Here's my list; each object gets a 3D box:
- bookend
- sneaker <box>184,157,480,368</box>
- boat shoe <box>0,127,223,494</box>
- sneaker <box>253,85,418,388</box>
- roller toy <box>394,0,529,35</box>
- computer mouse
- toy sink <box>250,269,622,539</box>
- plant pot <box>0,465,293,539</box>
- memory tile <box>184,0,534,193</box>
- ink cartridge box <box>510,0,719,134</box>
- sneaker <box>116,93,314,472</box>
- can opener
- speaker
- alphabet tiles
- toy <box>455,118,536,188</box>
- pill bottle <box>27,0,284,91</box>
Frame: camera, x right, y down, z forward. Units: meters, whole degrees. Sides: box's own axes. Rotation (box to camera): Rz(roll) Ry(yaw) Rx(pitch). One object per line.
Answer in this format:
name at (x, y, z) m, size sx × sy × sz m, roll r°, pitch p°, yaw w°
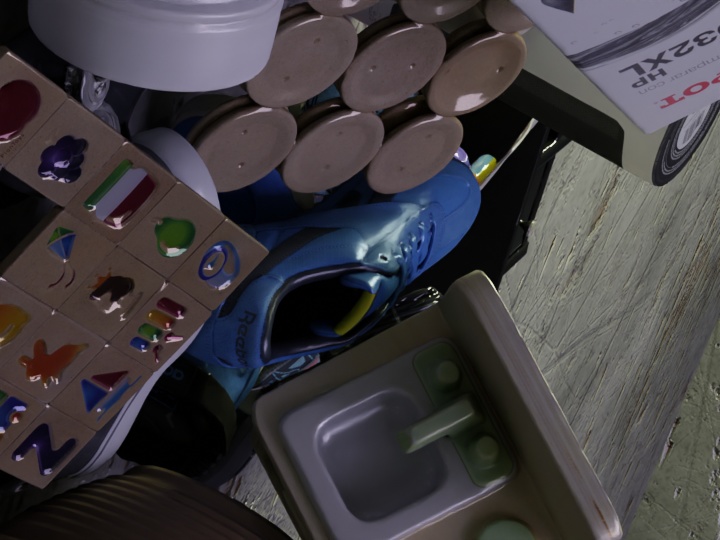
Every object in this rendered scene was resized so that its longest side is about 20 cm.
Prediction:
bookend at (0.104, -0.089, 1.193) m, size 0.199 × 0.092 × 0.200 m, roll -37°, pitch 149°, yaw -54°
sneaker at (0.000, 0.000, 0.819) m, size 0.200 × 0.078 × 0.066 m, roll -22°, pitch 126°, yaw -43°
boat shoe at (-0.119, 0.025, 0.750) m, size 0.066 × 0.070 × 0.200 m, roll -26°, pitch 158°, yaw -44°
sneaker at (-0.024, -0.018, 0.961) m, size 0.095 × 0.079 × 0.200 m, roll -28°, pitch 140°, yaw -57°
roller toy at (0.051, -0.206, 0.821) m, size 0.200 × 0.140 × 0.182 m, roll -60°, pitch 169°, yaw 18°
computer mouse at (-0.034, 0.069, 0.958) m, size 0.200 × 0.034 × 0.059 m, roll -34°, pitch 166°, yaw 27°
toy sink at (0.023, 0.099, 0.833) m, size 0.112 × 0.131 × 0.200 m, roll -27°, pitch 172°, yaw -11°
plant pot at (-0.084, 0.154, 0.833) m, size 0.093 × 0.200 × 0.201 m, roll -61°, pitch 162°, yaw -21°
memory tile at (0.022, -0.104, 0.731) m, size 0.153 × 0.017 × 0.200 m, roll -3°, pitch 140°, yaw -42°
ink cartridge box at (0.118, -0.140, 0.632) m, size 0.145 × 0.084 × 0.200 m, roll -26°, pitch 156°, yaw 18°
sneaker at (-0.080, 0.018, 0.853) m, size 0.200 × 0.077 × 0.111 m, roll 104°, pitch 11°, yaw -49°
can opener at (-0.098, -0.088, 0.710) m, size 0.200 × 0.078 × 0.064 m, roll -53°, pitch 133°, yaw -47°
speaker at (0.087, -0.125, 0.931) m, size 0.081 × 0.200 × 0.081 m, roll -48°, pitch 159°, yaw -26°
alphabet tiles at (-0.145, 0.031, 0.660) m, size 0.200 × 0.008 × 0.167 m, roll -46°, pitch 143°, yaw 4°
toy at (0.024, -0.028, 1.054) m, size 0.200 × 0.047 × 0.115 m, roll -50°, pitch 180°, yaw 27°
pill bottle at (-0.055, -0.168, 0.610) m, size 0.120 × 0.119 × 0.200 m, roll -38°, pitch 148°, yaw -53°
